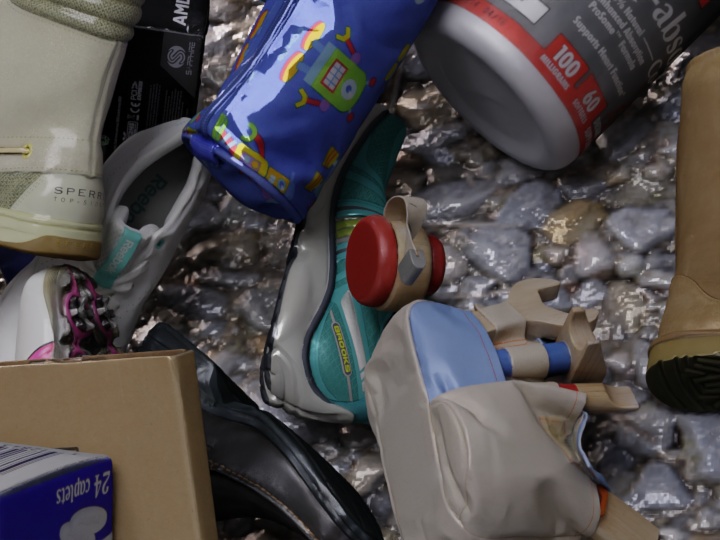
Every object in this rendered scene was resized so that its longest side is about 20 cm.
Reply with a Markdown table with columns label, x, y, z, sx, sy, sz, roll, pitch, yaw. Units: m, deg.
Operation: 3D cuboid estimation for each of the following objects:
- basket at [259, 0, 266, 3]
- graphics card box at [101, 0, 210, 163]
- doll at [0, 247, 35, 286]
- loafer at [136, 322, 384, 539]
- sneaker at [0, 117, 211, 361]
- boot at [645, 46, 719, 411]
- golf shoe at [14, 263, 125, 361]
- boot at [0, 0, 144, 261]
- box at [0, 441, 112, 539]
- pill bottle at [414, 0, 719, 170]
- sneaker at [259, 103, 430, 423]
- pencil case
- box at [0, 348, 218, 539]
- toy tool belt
| label | x | y | z | sx | sy | sz | roll | pitch | yaw |
| --- | --- | --- | --- | --- | --- | --- | --- | --- | --- |
| basket | -0.085 | -0.242 | 1.450 | 0.139 | 0.200 | 0.176 | -41 | 18 | -2 |
| graphics card box | -0.187 | -0.111 | 1.477 | 0.200 | 0.126 | 0.051 | 8 | 44 | -2 |
| doll | -0.203 | -0.024 | 1.515 | 0.136 | 0.048 | 0.200 | -17 | 52 | -4 |
| loafer | -0.063 | 0.104 | 1.359 | 0.072 | 0.073 | 0.200 | -48 | 43 | -6 |
| sneaker | -0.137 | 0.002 | 1.405 | 0.075 | 0.088 | 0.200 | 30 | 73 | -11 |
| boot | 0.231 | -0.028 | 1.341 | 0.175 | 0.066 | 0.200 | 0 | 54 | 21 |
| golf shoe | -0.164 | 0.097 | 1.347 | 0.092 | 0.073 | 0.200 | -3 | 87 | 19 |
| boot | -0.193 | -0.098 | 1.396 | 0.200 | 0.072 | 0.155 | 18 | 98 | 43 |
| box | -0.221 | 0.182 | 1.267 | 0.184 | 0.105 | 0.200 | 4 | 100 | 24 |
| pill bottle | 0.133 | -0.158 | 1.441 | 0.200 | 0.116 | 0.116 | -45 | 52 | -13 |
| sneaker | 0.000 | 0.000 | 1.418 | 0.080 | 0.078 | 0.200 | 14 | 54 | -2 |
| pencil case | -0.016 | -0.124 | 1.376 | 0.078 | 0.087 | 0.200 | 24 | 81 | 51 |
| box | -0.141 | 0.141 | 1.296 | 0.163 | 0.021 | 0.200 | -5 | 95 | 25 |
| toy tool belt | 0.071 | 0.062 | 1.316 | 0.123 | 0.125 | 0.200 | 3 | 53 | -25 |
